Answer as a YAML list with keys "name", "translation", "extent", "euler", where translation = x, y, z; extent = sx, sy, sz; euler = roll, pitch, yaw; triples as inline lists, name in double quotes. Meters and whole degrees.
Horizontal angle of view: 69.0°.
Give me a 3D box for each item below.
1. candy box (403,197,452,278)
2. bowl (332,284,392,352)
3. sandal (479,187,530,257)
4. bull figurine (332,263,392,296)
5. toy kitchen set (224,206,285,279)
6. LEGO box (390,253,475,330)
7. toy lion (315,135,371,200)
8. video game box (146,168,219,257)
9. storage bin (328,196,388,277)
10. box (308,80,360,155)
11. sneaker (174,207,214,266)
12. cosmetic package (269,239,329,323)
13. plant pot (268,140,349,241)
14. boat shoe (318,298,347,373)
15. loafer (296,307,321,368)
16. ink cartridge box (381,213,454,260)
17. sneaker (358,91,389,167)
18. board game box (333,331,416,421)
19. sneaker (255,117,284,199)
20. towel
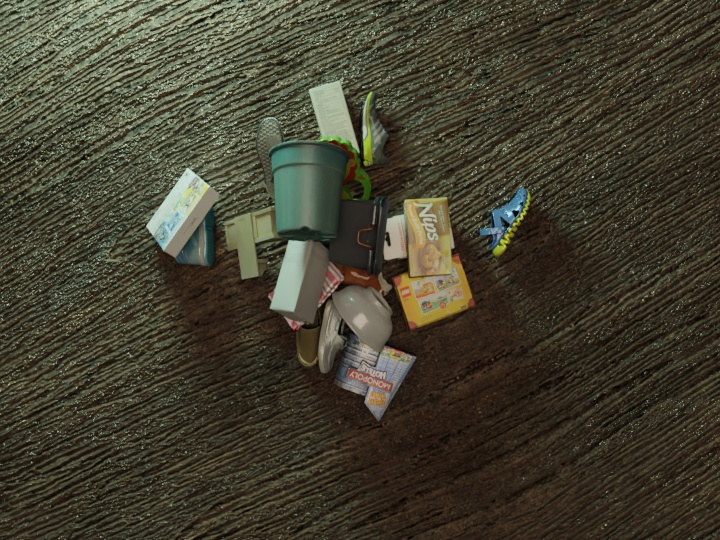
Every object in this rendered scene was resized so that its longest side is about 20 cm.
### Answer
- name: "candy box"
  translation: [0.177, -0.086, 1.387]
  extent: [0.113, 0.055, 0.205]
  euler: [-3, 85, -1]
- name: "bowl"
  translation: [0.022, 0.106, 1.378]
  extent: [0.090, 0.201, 0.202]
  euler: [-41, 91, 9]
- name: "sandal"
  translation: [0.399, -0.143, 1.453]
  extent: [0.086, 0.079, 0.202]
  euler: [31, 88, 2]
- name: "bull figurine"
  translation: [0.000, 0.000, 1.451]
  extent: [0.195, 0.065, 0.124]
  euler: [13, 87, -3]
- name: "toy kitchen set"
  translation: [-0.241, -0.068, 1.443]
  extent: [0.197, 0.179, 0.167]
  euler: [-10, 86, 39]
- name: "LEGO box"
  translation: [0.198, 0.058, 1.447]
  extent: [0.196, 0.077, 0.152]
  euler: [-19, 90, -1]
- name: "toy lion"
  translation: [-0.057, -0.251, 1.397]
  extent: [0.197, 0.069, 0.194]
  euler: [25, 122, -7]
- name: "video game box"
  translation: [-0.474, -0.157, 1.392]
  extent: [0.047, 0.182, 0.202]
  euler: [36, 90, -40]
- name: "storage bin"
  translation: [-0.009, -0.094, 1.351]
  extent: [0.131, 0.145, 0.205]
  euler: [7, 100, 11]
- name: "box"
  translation: [-0.070, -0.401, 1.440]
  extent: [0.093, 0.078, 0.205]
  euler: [-14, 90, 0]
- name: "sneaker"
  translation: [-0.471, -0.111, 1.436]
  extent: [0.127, 0.080, 0.205]
  euler: [-3, 82, 6]
- name: "cosmetic package"
  translation: [-0.151, 0.023, 1.355]
  extent: [0.080, 0.113, 0.204]
  euler: [8, 72, 26]
- name: "plant pot"
  translation: [-0.126, -0.179, 1.256]
  extent: [0.195, 0.200, 0.201]
  euler: [2, 82, -1]
- name: "boat shoe"
  translation: [-0.070, 0.183, 1.442]
  extent: [0.070, 0.070, 0.206]
  euler: [6, 87, 14]
- name: "loafer"
  translation: [-0.144, 0.170, 1.446]
  extent: [0.074, 0.067, 0.205]
  euler: [1, 89, 1]
- name: "ink cartridge box"
  translation: [0.151, -0.099, 1.451]
  extent: [0.195, 0.067, 0.120]
  euler: [-10, 89, -2]
- name: "sneaker"
  translation: [0.039, -0.390, 1.454]
  extent: [0.079, 0.074, 0.205]
  euler: [-2, 96, -10]
- name: "board game box"
  translation: [0.032, 0.299, 1.454]
  extent: [0.196, 0.062, 0.204]
  euler: [18, 89, -1]
- name: "sneaker"
  translation: [-0.224, -0.311, 1.395]
  extent: [0.075, 0.147, 0.207]
  euler: [0, 116, 2]
- name: "towel"
  translation: [-0.149, 0.044, 1.424]
  extent: [0.200, 0.030, 0.146]
  euler: [-47, 57, 3]
